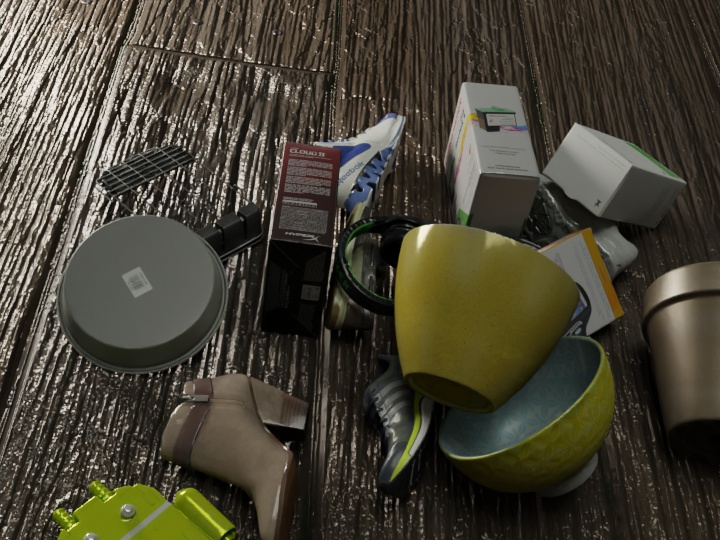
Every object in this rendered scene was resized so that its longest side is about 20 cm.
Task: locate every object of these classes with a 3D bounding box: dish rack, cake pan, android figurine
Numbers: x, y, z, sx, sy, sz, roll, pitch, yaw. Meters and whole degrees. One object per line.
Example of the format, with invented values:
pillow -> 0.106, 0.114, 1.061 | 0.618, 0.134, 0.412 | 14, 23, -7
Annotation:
dish rack -> -0.235, -0.084, 1.367 | 0.199, 0.055, 0.153 | 37, 48, 27
cake pan -> -0.251, 0.020, 1.225 | 0.197, 0.037, 0.203 | 1, 61, -2
android figurine -> -0.206, 0.278, 1.006 | 0.199, 0.041, 0.181 | 38, 49, 23

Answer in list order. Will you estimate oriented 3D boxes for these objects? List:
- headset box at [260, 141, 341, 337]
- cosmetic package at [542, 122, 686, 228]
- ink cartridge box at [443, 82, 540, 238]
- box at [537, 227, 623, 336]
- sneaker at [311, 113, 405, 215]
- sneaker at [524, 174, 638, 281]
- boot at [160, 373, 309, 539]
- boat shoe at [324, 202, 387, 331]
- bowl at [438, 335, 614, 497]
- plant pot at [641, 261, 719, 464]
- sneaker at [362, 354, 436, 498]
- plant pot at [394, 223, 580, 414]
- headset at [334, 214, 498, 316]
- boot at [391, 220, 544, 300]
headset box -> -0.070, -0.046, 1.290 | 0.074, 0.150, 0.202 | 8, 44, -4
cosmetic package -> 0.346, -0.124, 1.446 | 0.108, 0.085, 0.199 | 44, 21, 29
ink cartridge box -> 0.171, -0.135, 1.435 | 0.083, 0.146, 0.202 | 4, 43, -7
box -> 0.225, 0.039, 1.297 | 0.198, 0.041, 0.120 | -24, 93, -30
sneaker -> -0.013, -0.157, 1.467 | 0.114, 0.081, 0.200 | 20, 45, 6
sneaker -> 0.292, -0.061, 1.447 | 0.099, 0.078, 0.200 | -18, 58, -38
boot -> -0.134, 0.192, 1.098 | 0.144, 0.071, 0.201 | 6, 42, 4
boat shoe -> 0.000, 0.000, 1.321 | 0.065, 0.072, 0.202 | 18, 44, -6
bowl -> 0.193, 0.172, 1.130 | 0.108, 0.199, 0.200 | 56, 46, -14
plant pot -> 0.414, 0.116, 1.211 | 0.197, 0.201, 0.175 | 13, 58, 3
sneaker -> 0.038, 0.164, 1.161 | 0.080, 0.075, 0.201 | 9, 35, 7
plant pot -> 0.114, 0.064, 1.116 | 0.198, 0.200, 0.143 | 19, 71, 9
headset -> 0.069, -0.014, 1.261 | 0.197, 0.094, 0.125 | -1, 59, -25
boot -> 0.144, 0.019, 1.340 | 0.197, 0.070, 0.133 | 9, 49, 9
